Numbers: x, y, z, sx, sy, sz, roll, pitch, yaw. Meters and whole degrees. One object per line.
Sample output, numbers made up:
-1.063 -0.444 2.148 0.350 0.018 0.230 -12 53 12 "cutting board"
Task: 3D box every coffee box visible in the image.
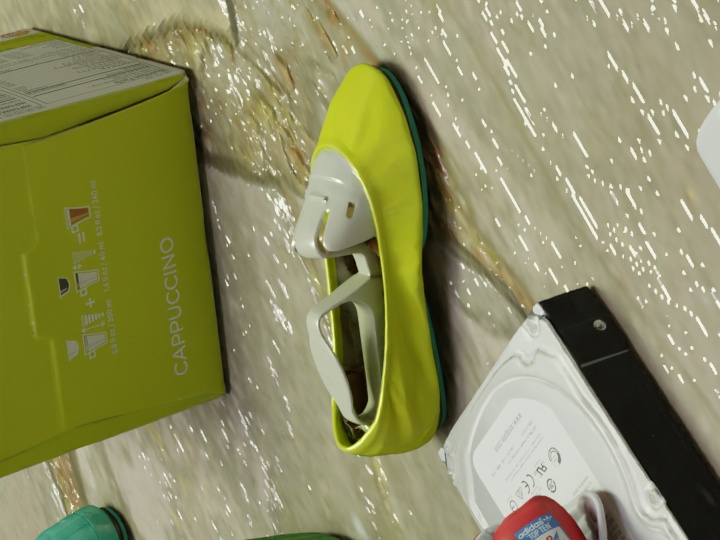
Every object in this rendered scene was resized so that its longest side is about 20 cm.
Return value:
-0.218 -0.011 1.561 0.197 0.199 0.201 18 120 52 "coffee box"

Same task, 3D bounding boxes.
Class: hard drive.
0.118 0.127 1.264 0.200 0.038 0.140 58 146 21 "hard drive"

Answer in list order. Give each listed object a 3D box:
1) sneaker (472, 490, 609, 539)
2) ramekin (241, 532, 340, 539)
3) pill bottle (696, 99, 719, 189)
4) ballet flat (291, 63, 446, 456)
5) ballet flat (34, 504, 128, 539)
0.111 0.161 1.189 0.200 0.071 0.113 8 115 58 "sneaker"
-0.046 0.240 1.495 0.200 0.097 0.201 25 119 55 "ramekin"
0.212 0.011 0.989 0.200 0.116 0.116 59 146 20 "pill bottle"
0.000 0.000 1.356 0.067 0.067 0.201 15 116 54 "ballet flat"
-0.194 0.240 1.766 0.067 0.070 0.201 40 136 40 "ballet flat"
